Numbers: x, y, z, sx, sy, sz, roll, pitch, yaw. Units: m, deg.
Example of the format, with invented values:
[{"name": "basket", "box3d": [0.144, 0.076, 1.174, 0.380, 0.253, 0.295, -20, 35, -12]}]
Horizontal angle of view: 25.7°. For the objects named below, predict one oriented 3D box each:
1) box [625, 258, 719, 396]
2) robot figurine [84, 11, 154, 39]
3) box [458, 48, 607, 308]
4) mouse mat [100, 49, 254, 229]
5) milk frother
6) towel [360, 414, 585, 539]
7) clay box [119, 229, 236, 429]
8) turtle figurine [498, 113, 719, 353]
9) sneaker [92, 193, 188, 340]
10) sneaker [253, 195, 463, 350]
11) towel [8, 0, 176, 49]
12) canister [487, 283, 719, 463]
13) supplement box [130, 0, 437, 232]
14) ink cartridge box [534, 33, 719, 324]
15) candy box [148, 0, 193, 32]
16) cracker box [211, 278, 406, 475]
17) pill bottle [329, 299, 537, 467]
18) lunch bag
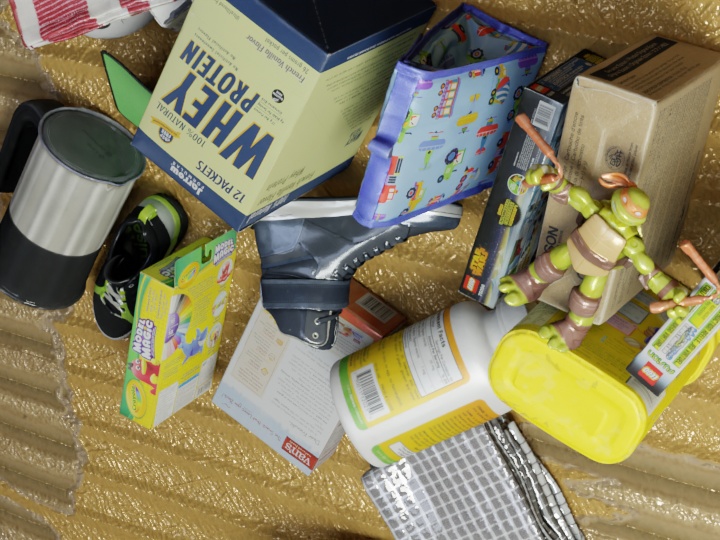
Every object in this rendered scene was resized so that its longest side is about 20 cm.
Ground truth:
[{"name": "box", "box3d": [0.292, 0.017, 1.283, 0.035, 0.200, 0.110, 41, 126, 9]}, {"name": "robot figurine", "box3d": [-0.266, -0.319, 1.517, 0.200, 0.125, 0.150, 56, 155, -1]}, {"name": "box", "box3d": [0.154, -0.080, 1.363, 0.040, 0.137, 0.201, 27, 121, 18]}, {"name": "mouse mat", "box3d": [-0.177, -0.126, 1.557, 0.200, 0.008, 0.161, 42, 166, 9]}, {"name": "milk frother", "box3d": [-0.357, -0.071, 1.632, 0.180, 0.200, 0.188, 41, 124, 14]}, {"name": "towel", "box3d": [0.110, 0.238, 1.553, 0.165, 0.086, 0.200, -29, 93, 35]}, {"name": "clay box", "box3d": [-0.187, 0.053, 1.634, 0.047, 0.115, 0.201, 24, 119, 21]}, {"name": "turtle figurine", "box3d": [0.173, -0.022, 1.217, 0.200, 0.064, 0.161, 41, 132, 5]}, {"name": "sneaker", "box3d": [-0.253, -0.001, 1.669, 0.072, 0.083, 0.200, 36, 124, 13]}, {"name": "sneaker", "box3d": [0.000, 0.000, 1.486, 0.201, 0.077, 0.147, -2, 91, 12]}, {"name": "towel", "box3d": [-0.226, -0.290, 1.381, 0.199, 0.023, 0.145, -17, 93, 10]}, {"name": "canister", "box3d": [0.210, 0.069, 1.352, 0.148, 0.200, 0.087, 32, 122, 15]}, {"name": "supplement box", "box3d": [-0.068, -0.176, 1.415, 0.134, 0.200, 0.200, 39, 125, 12]}, {"name": "ink cartridge box", "box3d": [0.221, -0.079, 1.306, 0.075, 0.165, 0.201, 22, 119, 24]}, {"name": "candy box", "box3d": [-0.145, -0.341, 1.415, 0.200, 0.072, 0.168, -37, 91, 6]}, {"name": "cracker box", "box3d": [-0.055, 0.092, 1.607, 0.134, 0.058, 0.200, 36, 123, 13]}, {"name": "pill bottle", "box3d": [0.081, 0.096, 1.475, 0.199, 0.111, 0.111, -26, 96, 15]}, {"name": "lunch bag", "box3d": [0.063, -0.125, 1.358, 0.094, 0.200, 0.151, 29, 122, 17]}]
